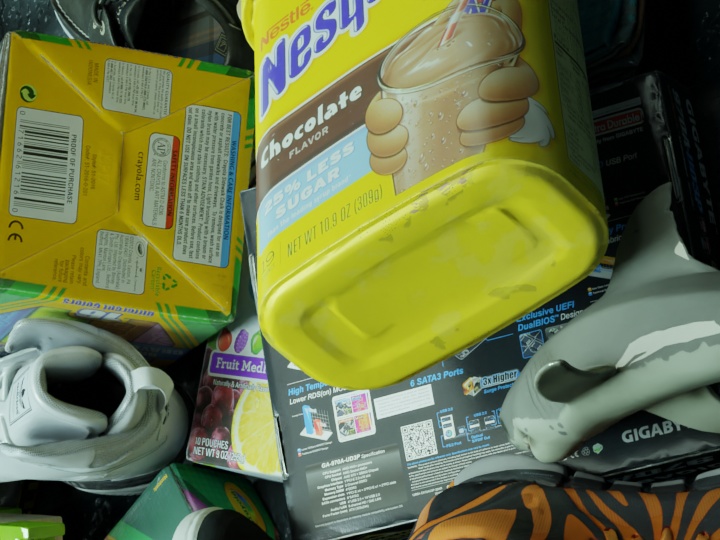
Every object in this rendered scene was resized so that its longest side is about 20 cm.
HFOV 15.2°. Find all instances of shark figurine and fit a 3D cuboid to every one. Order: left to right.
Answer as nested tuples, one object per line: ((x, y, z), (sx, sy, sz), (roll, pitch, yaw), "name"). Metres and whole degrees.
((0.139, 0.009, 1.003), (0.213, 0.128, 0.090), (-12, 67, 17), "shark figurine")

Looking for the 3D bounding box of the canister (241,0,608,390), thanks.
((0.023, -0.066, 1.064), (0.148, 0.086, 0.201), (-31, 40, 26), "canister")

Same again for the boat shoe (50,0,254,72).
((-0.101, -0.126, 1.360), (0.199, 0.056, 0.069), (26, 97, 45), "boat shoe")

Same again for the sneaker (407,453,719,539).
((0.109, 0.122, 1.017), (0.199, 0.112, 0.078), (0, 105, 20), "sneaker")

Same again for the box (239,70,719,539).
((0.054, 0.021, 1.127), (0.199, 0.046, 0.160), (-16, 74, 22), "box")

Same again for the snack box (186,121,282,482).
((0.000, 0.000, 1.231), (0.142, 0.053, 0.201), (5, 82, 43), "snack box")

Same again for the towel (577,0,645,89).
((0.064, -0.153, 1.186), (0.146, 0.022, 0.201), (-16, 52, 34), "towel")

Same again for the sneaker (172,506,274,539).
((0.014, 0.168, 1.113), (0.111, 0.073, 0.201), (-22, 108, 29), "sneaker")

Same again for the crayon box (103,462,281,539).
((-0.103, 0.204, 1.274), (0.200, 0.058, 0.119), (-51, 49, 22), "crayon box")

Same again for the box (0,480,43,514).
((-0.251, 0.133, 1.385), (0.159, 0.049, 0.201), (14, 89, 7), "box")

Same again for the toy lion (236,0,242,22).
((-0.088, -0.188, 1.231), (0.069, 0.191, 0.201), (-54, 24, 29), "toy lion")

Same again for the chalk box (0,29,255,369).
((-0.140, -0.021, 1.299), (0.200, 0.123, 0.125), (149, 127, -67), "chalk box")

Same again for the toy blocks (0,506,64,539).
((-0.213, 0.184, 1.287), (0.199, 0.100, 0.138), (-1, 89, 36), "toy blocks")

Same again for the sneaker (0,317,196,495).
((-0.175, 0.063, 1.248), (0.198, 0.115, 0.076), (0, 73, -1), "sneaker")
